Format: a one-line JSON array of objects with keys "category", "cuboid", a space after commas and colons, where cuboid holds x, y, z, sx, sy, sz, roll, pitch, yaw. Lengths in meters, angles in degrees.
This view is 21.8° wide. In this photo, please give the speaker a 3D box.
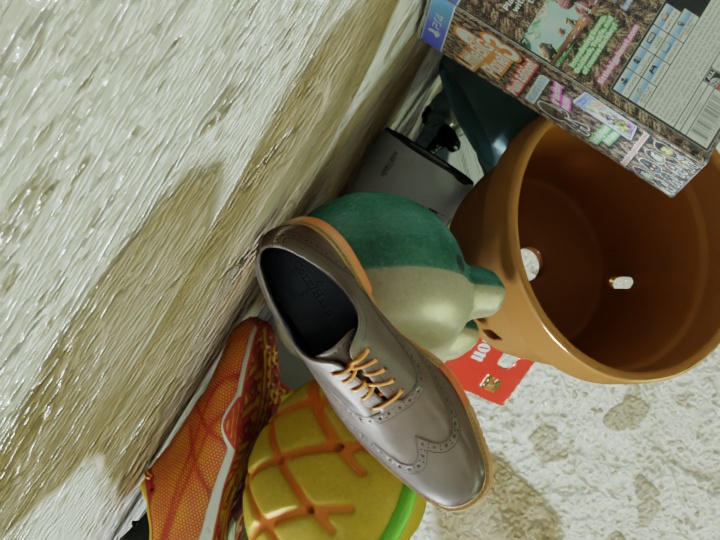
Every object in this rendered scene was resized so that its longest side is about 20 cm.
[{"category": "speaker", "cuboid": [0.000, 0.000, 1.382, 0.201, 0.081, 0.081, -59, 176, 8]}]

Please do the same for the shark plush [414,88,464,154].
[{"category": "shark plush", "cuboid": [0.087, -0.134, 1.528, 0.083, 0.091, 0.201, -15, -139, 46]}]

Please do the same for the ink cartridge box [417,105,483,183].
[{"category": "ink cartridge box", "cuboid": [0.071, -0.038, 1.532, 0.201, 0.042, 0.120, -79, 154, -54]}]

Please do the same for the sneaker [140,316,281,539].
[{"category": "sneaker", "cuboid": [-0.104, 0.123, 1.214, 0.073, 0.077, 0.201, 34, 73, -67]}]

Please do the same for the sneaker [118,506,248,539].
[{"category": "sneaker", "cuboid": [-0.120, 0.159, 1.306, 0.075, 0.106, 0.201, 60, 26, -46]}]

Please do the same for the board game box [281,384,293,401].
[{"category": "board game box", "cuboid": [-0.077, 0.110, 1.512, 0.201, 0.047, 0.102, -57, 177, -24]}]

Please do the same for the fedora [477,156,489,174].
[{"category": "fedora", "cuboid": [0.104, -0.084, 1.716, 0.090, 0.178, 0.200, -29, -167, 6]}]

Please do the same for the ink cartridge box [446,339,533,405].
[{"category": "ink cartridge box", "cuboid": [0.075, 0.055, 1.755, 0.163, 0.199, 0.057, -59, -174, 42]}]

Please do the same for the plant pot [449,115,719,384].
[{"category": "plant pot", "cuboid": [0.152, -0.015, 1.313, 0.201, 0.200, 0.140, -56, -162, -23]}]

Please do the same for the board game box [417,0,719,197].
[{"category": "board game box", "cuboid": [0.163, -0.172, 1.180, 0.160, 0.199, 0.097, -56, 177, -11]}]

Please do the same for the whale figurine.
[{"category": "whale figurine", "cuboid": [0.018, 0.011, 1.235, 0.200, 0.158, 0.105, 32, 48, -66]}]

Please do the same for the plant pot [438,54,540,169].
[{"category": "plant pot", "cuboid": [0.139, -0.146, 1.415, 0.134, 0.201, 0.200, -27, 173, -5]}]

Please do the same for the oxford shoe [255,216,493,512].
[{"category": "oxford shoe", "cuboid": [0.002, 0.061, 1.078, 0.071, 0.200, 0.073, -40, 177, 14]}]

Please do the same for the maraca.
[{"category": "maraca", "cuboid": [-0.023, 0.153, 1.168, 0.137, 0.107, 0.201, 16, -99, 52]}]
